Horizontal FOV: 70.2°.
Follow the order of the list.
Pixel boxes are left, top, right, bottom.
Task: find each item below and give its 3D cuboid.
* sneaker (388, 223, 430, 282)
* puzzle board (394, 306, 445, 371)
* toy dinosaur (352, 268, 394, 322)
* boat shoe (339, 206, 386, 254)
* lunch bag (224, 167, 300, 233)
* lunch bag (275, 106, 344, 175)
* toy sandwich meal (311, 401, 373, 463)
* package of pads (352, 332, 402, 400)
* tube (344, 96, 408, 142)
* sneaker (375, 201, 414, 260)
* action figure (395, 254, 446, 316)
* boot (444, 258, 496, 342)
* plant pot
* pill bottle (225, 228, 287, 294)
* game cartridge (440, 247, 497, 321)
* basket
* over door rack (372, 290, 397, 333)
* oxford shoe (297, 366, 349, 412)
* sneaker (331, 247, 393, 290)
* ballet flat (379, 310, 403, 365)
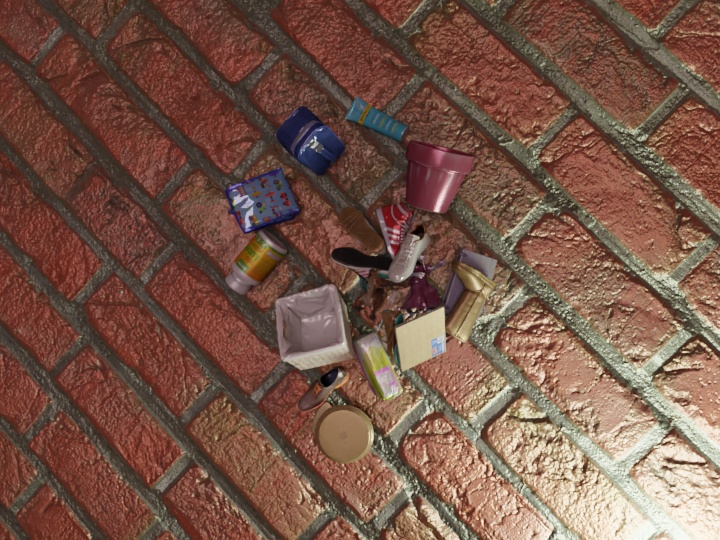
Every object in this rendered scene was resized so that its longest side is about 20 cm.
[{"bbox_3d":[0.135,-0.058,1.503,0.073,0.085,0.200,17,59,30],"label":"sneaker"},{"bbox_3d":[0.173,0.196,1.463,0.150,0.200,0.017,-23,44,-12],"label":"puzzle board"},{"bbox_3d":[0.045,0.075,1.534,0.086,0.200,0.136,30,82,9],"label":"toy dinosaur"},{"bbox_3d":[0.008,-0.117,1.598,0.071,0.069,0.200,-40,64,2],"label":"boat shoe"},{"bbox_3d":[-0.313,-0.209,1.589,0.200,0.094,0.151,-22,87,-24],"label":"lunch bag"},{"bbox_3d":[-0.141,-0.381,1.558,0.136,0.200,0.132,-46,66,8],"label":"lunch bag"},{"bbox_3d":[-0.056,0.508,1.617,0.204,0.070,0.206,0,91,4],"label":"toy sandwich meal"},{"bbox_3d":[0.046,0.288,1.548,0.068,0.155,0.200,-24,87,-13],"label":"package of pads"},{"bbox_3d":[0.053,-0.467,1.602,0.200,0.050,0.078,30,87,13],"label":"tube"},{"bbox_3d":[0.128,-0.113,1.577,0.112,0.071,0.201,-20,85,12],"label":"sneaker"},{"bbox_3d":[0.179,0.032,1.574,0.149,0.134,0.201,-22,75,47],"label":"action figure"},{"bbox_3d":[0.292,0.090,1.488,0.175,0.066,0.200,30,90,-21],"label":"boot"},{"bbox_3d":[0.215,-0.274,1.513,0.199,0.200,0.180,17,109,8],"label":"plant pot"},{"bbox_3d":[-0.336,-0.023,1.628,0.111,0.111,0.200,42,96,6],"label":"pill bottle"},{"bbox_3d":[0.327,0.045,1.543,0.129,0.038,0.201,16,93,-23],"label":"game cartridge"},{"bbox_3d":[-0.132,0.176,1.548,0.199,0.161,0.199,-15,63,9],"label":"basket"},{"bbox_3d":[0.123,0.169,1.532,0.147,0.067,0.200,29,138,7],"label":"over door rack"},{"bbox_3d":[-0.129,0.369,1.612,0.200,0.073,0.071,-44,61,3],"label":"oxford shoe"},{"bbox_3d":[0.000,0.000,1.572,0.199,0.121,0.084,14,48,-5],"label":"sneaker"},{"bbox_3d":[0.090,0.190,1.484,0.072,0.068,0.200,19,136,32],"label":"ballet flat"}]
